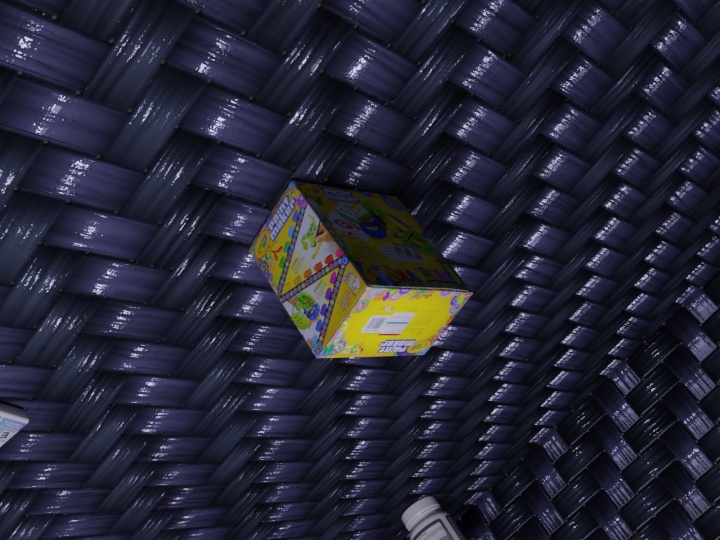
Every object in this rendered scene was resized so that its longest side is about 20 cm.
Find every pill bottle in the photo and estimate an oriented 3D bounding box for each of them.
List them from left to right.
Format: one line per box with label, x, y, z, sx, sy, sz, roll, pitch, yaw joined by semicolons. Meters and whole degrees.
pill bottle;0.187;0.640;2.214;0.113;0.200;0.114;-25;147;-17

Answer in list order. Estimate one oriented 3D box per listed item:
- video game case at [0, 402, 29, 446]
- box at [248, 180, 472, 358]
video game case;-0.534;0.210;1.138;0.182;0.022;0.200;-40;148;7
box;0.000;0.000;1.208;0.199;0.193;0.122;4;131;-45
